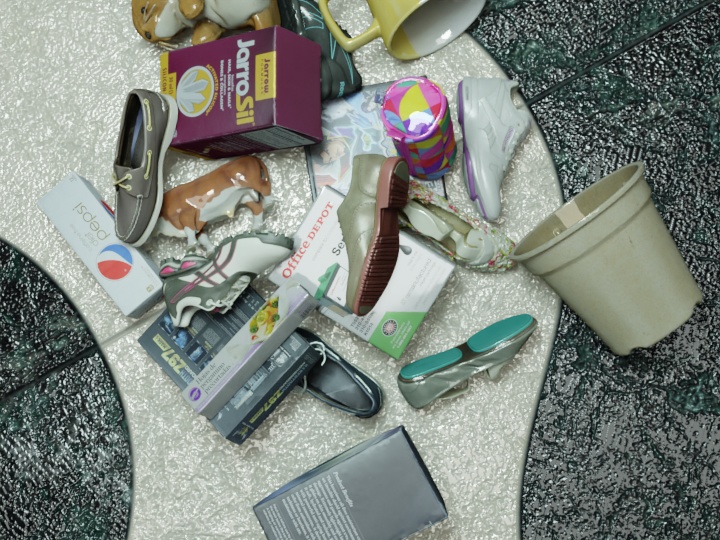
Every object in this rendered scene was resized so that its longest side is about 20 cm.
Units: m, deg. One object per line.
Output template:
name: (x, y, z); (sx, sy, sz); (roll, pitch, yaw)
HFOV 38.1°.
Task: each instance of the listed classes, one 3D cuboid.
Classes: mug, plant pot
mug: (0.051, -0.381, 1.370); (0.186, 0.149, 0.153); (-19, 72, -34)
plant pot: (0.320, -0.003, 1.305); (0.200, 0.200, 0.184); (-37, 94, -1)

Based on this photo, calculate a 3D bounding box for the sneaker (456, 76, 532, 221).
sneaker: (0.180, -0.165, 1.371); (0.099, 0.075, 0.201); (-3, 77, 1)

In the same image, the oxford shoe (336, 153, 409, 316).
oxford shoe: (0.006, -0.045, 1.281); (0.075, 0.070, 0.201); (14, 93, 27)

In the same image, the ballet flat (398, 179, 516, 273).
ballet flat: (0.116, -0.047, 1.354); (0.200, 0.064, 0.076); (29, 116, -6)

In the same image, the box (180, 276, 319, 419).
box: (-0.135, 0.095, 1.283); (0.200, 0.041, 0.039); (-48, 63, 0)

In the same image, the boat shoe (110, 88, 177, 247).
boat shoe: (-0.287, -0.131, 1.330); (0.072, 0.059, 0.201); (17, 96, 37)

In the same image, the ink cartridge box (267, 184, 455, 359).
ink cartridge box: (0.000, 0.000, 1.347); (0.200, 0.084, 0.146); (31, 94, 0)

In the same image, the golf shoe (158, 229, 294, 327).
golf shoe: (-0.163, 0.009, 1.310); (0.200, 0.077, 0.088); (-20, 68, 29)

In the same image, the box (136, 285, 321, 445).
box: (-0.172, 0.101, 1.347); (0.158, 0.051, 0.200); (-47, 61, -3)

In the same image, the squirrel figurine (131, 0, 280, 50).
squirrel figurine: (-0.216, -0.380, 1.407); (0.186, 0.142, 0.201); (-11, 55, 20)

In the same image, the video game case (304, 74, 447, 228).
video game case: (0.017, -0.151, 1.409); (0.180, 0.026, 0.201); (-9, 83, 2)

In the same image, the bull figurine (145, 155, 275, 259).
bull figurine: (-0.205, -0.081, 1.382); (0.200, 0.065, 0.122); (-31, 61, -5)

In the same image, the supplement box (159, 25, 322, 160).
supplement box: (-0.156, -0.223, 1.348); (0.199, 0.103, 0.131); (-6, 81, 33)

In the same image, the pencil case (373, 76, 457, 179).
pencil case: (0.072, -0.173, 1.296); (0.088, 0.200, 0.089); (-2, 80, 11)

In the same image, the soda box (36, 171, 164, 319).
soda box: (-0.340, -0.032, 1.396); (0.068, 0.064, 0.200); (-39, 82, -1)

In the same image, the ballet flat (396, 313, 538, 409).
ballet flat: (0.145, 0.121, 1.361); (0.199, 0.067, 0.064); (-24, 110, 1)

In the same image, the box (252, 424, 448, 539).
box: (-0.007, 0.285, 1.274); (0.198, 0.200, 0.124); (-27, 82, -1)

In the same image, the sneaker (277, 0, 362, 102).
sneaker: (-0.060, -0.315, 1.415); (0.079, 0.075, 0.201); (-11, 70, -26)

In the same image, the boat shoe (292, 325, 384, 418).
boat shoe: (-0.060, 0.130, 1.362); (0.200, 0.062, 0.075); (36, 94, 8)
